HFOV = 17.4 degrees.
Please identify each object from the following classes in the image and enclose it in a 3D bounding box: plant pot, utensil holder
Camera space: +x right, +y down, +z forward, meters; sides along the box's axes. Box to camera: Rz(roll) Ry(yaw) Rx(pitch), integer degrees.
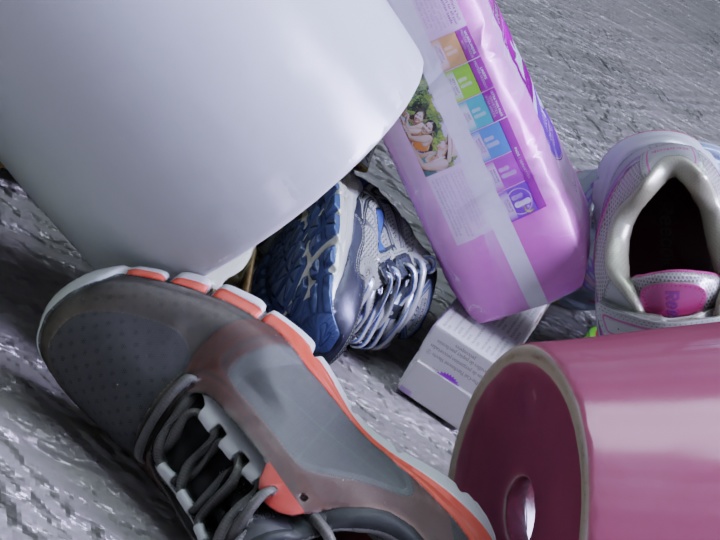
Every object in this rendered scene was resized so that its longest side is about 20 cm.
[{"bbox_3d":[0.137,0.101,0.907,0.178,0.201,0.200,6,27,-22],"label":"plant pot"},{"bbox_3d":[-0.093,-0.115,0.908,0.200,0.170,0.170,52,12,-18],"label":"utensil holder"}]

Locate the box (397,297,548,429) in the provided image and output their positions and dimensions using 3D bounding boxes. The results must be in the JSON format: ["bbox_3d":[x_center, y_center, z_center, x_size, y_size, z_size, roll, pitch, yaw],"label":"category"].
[{"bbox_3d":[0.064,0.029,1.185,0.041,0.039,0.200,32,18,4],"label":"box"}]

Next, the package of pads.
[{"bbox_3d":[0.045,-0.085,1.137,0.121,0.075,0.201,-90,155,-73],"label":"package of pads"}]

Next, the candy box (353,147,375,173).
[{"bbox_3d":[-0.075,-0.113,1.156,0.116,0.057,0.200,15,-10,26],"label":"candy box"}]

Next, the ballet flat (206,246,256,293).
[{"bbox_3d":[-0.069,-0.006,0.998,0.068,0.072,0.200,31,18,-10],"label":"ballet flat"}]

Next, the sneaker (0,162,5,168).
[{"bbox_3d":[-0.185,-0.092,1.060,0.200,0.067,0.090,18,14,-37],"label":"sneaker"}]

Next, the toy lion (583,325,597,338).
[{"bbox_3d":[0.208,0.092,1.241,0.200,0.069,0.192,39,26,19],"label":"toy lion"}]

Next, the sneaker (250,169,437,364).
[{"bbox_3d":[0.000,0.000,1.102,0.085,0.077,0.200,33,18,-10],"label":"sneaker"}]

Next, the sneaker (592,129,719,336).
[{"bbox_3d":[0.143,0.030,1.104,0.081,0.201,0.088,-8,-4,5],"label":"sneaker"}]

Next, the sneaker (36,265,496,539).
[{"bbox_3d":[-0.038,0.071,0.854,0.200,0.077,0.082,33,24,5],"label":"sneaker"}]

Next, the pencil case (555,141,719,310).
[{"bbox_3d":[0.145,-0.020,1.271,0.090,0.083,0.200,-11,0,-10],"label":"pencil case"}]
